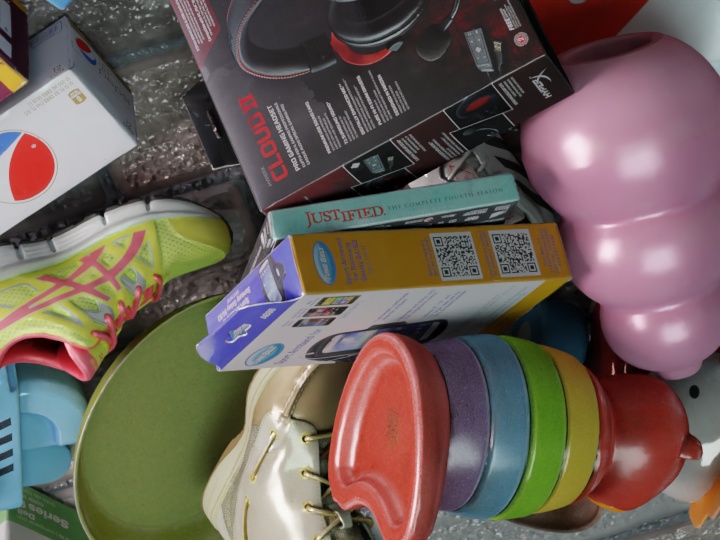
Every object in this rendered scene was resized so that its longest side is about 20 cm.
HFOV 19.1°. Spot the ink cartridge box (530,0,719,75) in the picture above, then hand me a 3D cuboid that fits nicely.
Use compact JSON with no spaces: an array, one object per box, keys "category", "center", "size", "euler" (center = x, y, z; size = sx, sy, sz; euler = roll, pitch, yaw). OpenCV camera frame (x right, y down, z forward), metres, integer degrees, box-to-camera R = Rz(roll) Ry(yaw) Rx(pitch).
[{"category":"ink cartridge box","center":[0.189,-0.149,1.277],"size":[0.199,0.047,0.160],"euler":[29,117,-30]}]

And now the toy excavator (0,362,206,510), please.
[{"category":"toy excavator","center":[-0.196,0.101,1.371],"size":[0.199,0.100,0.195],"euler":[-8,129,-15]}]

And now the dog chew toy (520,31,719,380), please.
[{"category":"dog chew toy","center":[0.165,-0.033,1.244],"size":[0.124,0.125,0.201],"euler":[-15,105,1]}]

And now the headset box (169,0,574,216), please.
[{"category":"headset box","center":[-0.004,-0.122,1.193],"size":[0.199,0.149,0.075],"euler":[-28,160,11]}]

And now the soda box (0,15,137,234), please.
[{"category":"soda box","center":[-0.230,-0.060,1.258],"size":[0.199,0.064,0.068],"euler":[-31,126,14]}]

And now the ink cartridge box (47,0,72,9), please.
[{"category":"ink cartridge box","center":[-0.187,-0.266,1.064],"size":[0.200,0.146,0.147],"euler":[32,114,-28]}]

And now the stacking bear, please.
[{"category":"stacking bear","center":[0.099,0.096,1.236],"size":[0.199,0.121,0.114],"euler":[4,100,-24]}]

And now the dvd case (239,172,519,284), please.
[{"category":"dvd case","center":[0.000,0.000,1.255],"size":[0.145,0.022,0.200],"euler":[-10,160,-15]}]

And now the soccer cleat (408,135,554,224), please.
[{"category":"soccer cleat","center":[0.061,-0.061,1.295],"size":[0.068,0.085,0.200],"euler":[-33,125,12]}]

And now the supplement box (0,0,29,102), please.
[{"category":"supplement box","center":[-0.296,-0.105,1.200],"size":[0.200,0.086,0.110],"euler":[-35,124,15]}]

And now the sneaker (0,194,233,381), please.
[{"category":"sneaker","center":[-0.163,0.021,1.284],"size":[0.199,0.091,0.078],"euler":[-20,162,-18]}]

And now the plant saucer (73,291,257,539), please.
[{"category":"plant saucer","center":[-0.105,0.098,1.372],"size":[0.199,0.031,0.201],"euler":[-21,127,-31]}]

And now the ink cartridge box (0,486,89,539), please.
[{"category":"ink cartridge box","center":[-0.240,0.260,1.404],"size":[0.087,0.200,0.145],"euler":[31,116,-28]}]

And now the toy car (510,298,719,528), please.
[{"category":"toy car","center":[0.217,0.068,1.346],"size":[0.183,0.200,0.177],"euler":[11,123,-18]}]

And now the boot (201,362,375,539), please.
[{"category":"boot","center":[-0.017,0.138,1.304],"size":[0.072,0.155,0.200],"euler":[-5,138,-37]}]

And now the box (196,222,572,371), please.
[{"category":"box","center":[0.005,0.015,1.211],"size":[0.199,0.042,0.119],"euler":[-1,157,-30]}]

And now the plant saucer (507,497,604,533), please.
[{"category":"plant saucer","center":[0.076,0.097,1.385],"size":[0.037,0.200,0.201],"euler":[-55,128,-24]}]
